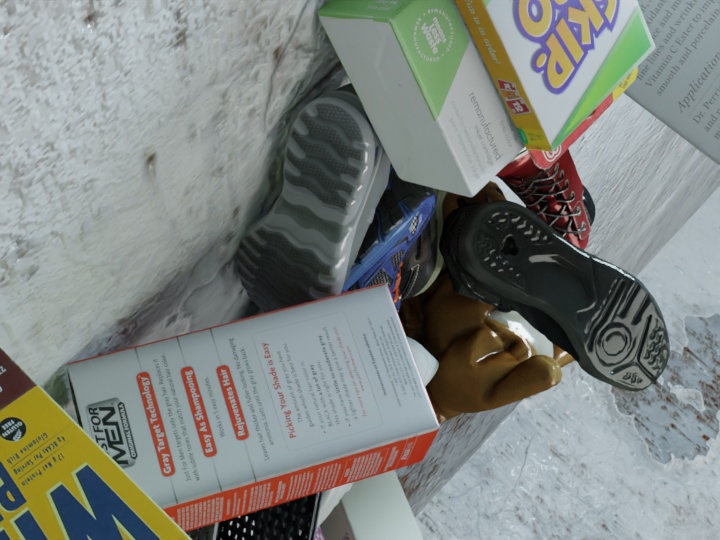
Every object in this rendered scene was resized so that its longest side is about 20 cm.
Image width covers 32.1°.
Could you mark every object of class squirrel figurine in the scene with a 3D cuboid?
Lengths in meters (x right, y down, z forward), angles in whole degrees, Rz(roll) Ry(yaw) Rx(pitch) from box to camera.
[{"bbox_3d":[0.071,0.024,1.050,0.199,0.188,0.141,-25,179,28],"label":"squirrel figurine"}]

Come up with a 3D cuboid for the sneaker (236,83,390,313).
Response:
[{"bbox_3d":[-0.016,-0.037,0.786,0.082,0.075,0.200,-42,167,-43],"label":"sneaker"}]

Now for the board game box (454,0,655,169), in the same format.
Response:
[{"bbox_3d":[0.090,-0.156,0.647,0.096,0.030,0.201,-44,125,-21],"label":"board game box"}]

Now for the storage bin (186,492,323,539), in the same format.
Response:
[{"bbox_3d":[-0.106,0.192,0.904,0.135,0.093,0.202,-13,118,-58],"label":"storage bin"}]

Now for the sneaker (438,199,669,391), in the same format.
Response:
[{"bbox_3d":[0.137,0.013,0.921,0.077,0.199,0.114,-58,-161,-2],"label":"sneaker"}]

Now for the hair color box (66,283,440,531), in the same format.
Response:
[{"bbox_3d":[-0.064,0.085,0.744,0.198,0.102,0.061,-13,155,-15],"label":"hair color box"}]

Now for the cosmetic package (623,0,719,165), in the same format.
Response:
[{"bbox_3d":[0.238,-0.202,0.865,0.165,0.200,0.165,-56,163,26],"label":"cosmetic package"}]

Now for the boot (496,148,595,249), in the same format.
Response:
[{"bbox_3d":[0.136,-0.065,0.932,0.072,0.145,0.200,-20,-169,17],"label":"boot"}]

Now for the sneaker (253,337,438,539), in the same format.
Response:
[{"bbox_3d":[-0.005,0.142,0.987,0.088,0.075,0.201,22,106,-44],"label":"sneaker"}]

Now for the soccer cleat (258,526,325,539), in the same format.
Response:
[{"bbox_3d":[-0.065,0.277,1.010,0.069,0.202,0.086,-9,156,17],"label":"soccer cleat"}]

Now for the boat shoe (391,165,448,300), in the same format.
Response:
[{"bbox_3d":[0.025,-0.041,0.917,0.066,0.072,0.202,-34,155,-28],"label":"boat shoe"}]

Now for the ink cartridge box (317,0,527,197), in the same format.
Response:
[{"bbox_3d":[0.085,-0.150,0.702,0.200,0.067,0.118,-44,124,-22],"label":"ink cartridge box"}]

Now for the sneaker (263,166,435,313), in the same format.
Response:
[{"bbox_3d":[0.000,0.000,0.877,0.078,0.076,0.200,9,141,-28],"label":"sneaker"}]

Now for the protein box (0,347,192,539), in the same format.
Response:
[{"bbox_3d":[-0.176,0.174,0.595,0.135,0.200,0.199,-38,162,-35],"label":"protein box"}]

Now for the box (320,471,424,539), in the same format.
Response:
[{"bbox_3d":[-0.013,0.199,1.131,0.068,0.201,0.082,-1,137,-28],"label":"box"}]
